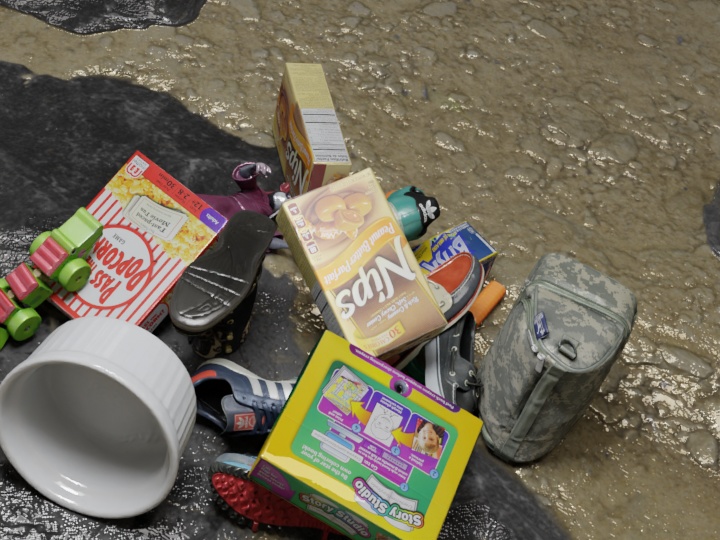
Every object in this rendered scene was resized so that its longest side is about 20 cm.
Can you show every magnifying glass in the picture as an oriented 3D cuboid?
[{"bbox_3d":[0.123,0.075,1.813,0.079,0.023,0.200,31,45,14],"label":"magnifying glass"}]

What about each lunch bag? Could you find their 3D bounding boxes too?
[{"bbox_3d":[0.216,0.106,1.680,0.138,0.201,0.168,26,44,3],"label":"lunch bag"}]

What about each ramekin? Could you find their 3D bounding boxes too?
[{"bbox_3d":[-0.263,0.144,1.501,0.198,0.202,0.098,21,37,4],"label":"ramekin"}]

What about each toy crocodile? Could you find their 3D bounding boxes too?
[{"bbox_3d":[-0.365,0.013,1.643,0.200,0.062,0.067,-45,70,-2],"label":"toy crocodile"}]

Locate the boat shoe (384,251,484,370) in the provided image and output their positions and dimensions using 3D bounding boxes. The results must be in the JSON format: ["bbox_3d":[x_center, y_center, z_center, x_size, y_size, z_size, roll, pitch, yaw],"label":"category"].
[{"bbox_3d":[0.066,0.043,1.716,0.200,0.063,0.071,-43,35,-17],"label":"boat shoe"}]

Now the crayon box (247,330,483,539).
[{"bbox_3d":[0.008,0.186,1.531,0.199,0.058,0.174,30,54,-3],"label":"crayon box"}]

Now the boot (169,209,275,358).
[{"bbox_3d":[-0.162,0.041,1.662,0.072,0.152,0.201,22,42,4],"label":"boot"}]

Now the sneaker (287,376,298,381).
[{"bbox_3d":[0.003,0.176,1.648,0.199,0.072,0.080,31,29,18],"label":"sneaker"}]

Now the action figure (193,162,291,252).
[{"bbox_3d":[-0.154,-0.059,1.830,0.148,0.136,0.199,-9,12,37],"label":"action figure"}]

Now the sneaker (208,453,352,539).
[{"bbox_3d":[-0.067,0.229,1.572,0.198,0.080,0.096,18,34,-12],"label":"sneaker"}]

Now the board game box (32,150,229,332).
[{"bbox_3d":[-0.264,-0.016,1.700,0.151,0.046,0.201,35,76,19],"label":"board game box"}]

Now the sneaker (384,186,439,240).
[{"bbox_3d":[0.042,-0.062,1.812,0.079,0.072,0.200,-19,8,-12],"label":"sneaker"}]

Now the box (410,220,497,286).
[{"bbox_3d":[0.075,0.014,1.822,0.199,0.070,0.064,-27,60,-36],"label":"box"}]

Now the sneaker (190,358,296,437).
[{"bbox_3d":[-0.105,0.156,1.600,0.198,0.076,0.084,12,21,19],"label":"sneaker"}]

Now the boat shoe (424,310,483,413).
[{"bbox_3d":[0.110,0.122,1.692,0.056,0.069,0.202,-20,43,16],"label":"boat shoe"}]

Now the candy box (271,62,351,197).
[{"bbox_3d":[-0.066,-0.163,1.922,0.055,0.116,0.201,-1,46,-17],"label":"candy box"}]

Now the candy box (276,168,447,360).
[{"bbox_3d":[0.000,0.000,1.649,0.114,0.055,0.202,-23,77,-17],"label":"candy box"}]
